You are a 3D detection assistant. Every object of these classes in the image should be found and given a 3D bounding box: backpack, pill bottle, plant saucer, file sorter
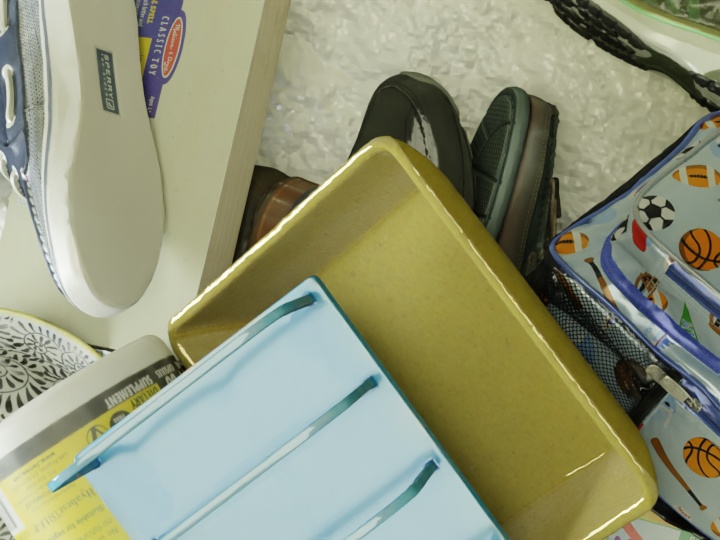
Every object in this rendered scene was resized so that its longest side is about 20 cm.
[{"bbox_3d":[0.185,0.030,1.366,0.200,0.154,0.191,-37,81,-34],"label":"backpack"},{"bbox_3d":[-0.090,0.141,1.397,0.111,0.111,0.201,-32,88,9],"label":"pill bottle"},{"bbox_3d":[0.029,0.054,1.348,0.200,0.048,0.200,53,135,2],"label":"plant saucer"},{"bbox_3d":[-0.023,0.127,1.272,0.138,0.123,0.200,-37,89,8],"label":"file sorter"}]

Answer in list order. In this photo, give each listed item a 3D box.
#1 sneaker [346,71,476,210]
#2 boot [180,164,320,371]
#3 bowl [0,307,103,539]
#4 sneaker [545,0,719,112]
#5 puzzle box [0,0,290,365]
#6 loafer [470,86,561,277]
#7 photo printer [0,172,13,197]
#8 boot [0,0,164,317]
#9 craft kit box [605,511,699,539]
[{"bbox_3d":[0.000,0.000,1.444,0.075,0.079,0.201,15,95,45],"label":"sneaker"},{"bbox_3d":[-0.079,0.038,1.511,0.097,0.075,0.201,24,99,32],"label":"boot"},{"bbox_3d":[-0.193,0.119,1.500,0.199,0.094,0.202,0,87,2],"label":"bowl"},{"bbox_3d":[0.160,-0.143,1.459,0.199,0.077,0.089,32,83,5],"label":"sneaker"},{"bbox_3d":[-0.112,-0.058,1.491,0.132,0.025,0.201,9,83,34],"label":"puzzle box"},{"bbox_3d":[0.071,0.010,1.478,0.063,0.072,0.201,14,98,-17],"label":"loafer"},{"bbox_3d":[-0.286,-0.107,1.541,0.166,0.069,0.201,-22,85,11],"label":"photo printer"},{"bbox_3d":[-0.155,-0.060,1.468,0.090,0.073,0.201,-22,59,33],"label":"boot"},{"bbox_3d":[0.163,0.157,1.461,0.196,0.048,0.201,16,93,14],"label":"craft kit box"}]
